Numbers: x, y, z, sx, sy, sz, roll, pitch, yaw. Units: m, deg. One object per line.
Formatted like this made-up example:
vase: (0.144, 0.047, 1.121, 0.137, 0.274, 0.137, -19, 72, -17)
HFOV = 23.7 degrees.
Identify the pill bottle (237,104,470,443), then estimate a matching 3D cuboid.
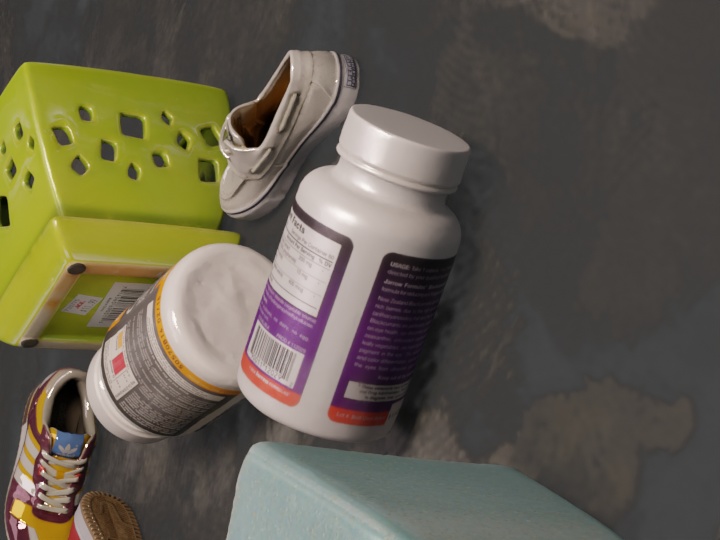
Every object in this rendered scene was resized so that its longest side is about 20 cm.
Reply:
pill bottle: (0.000, 0.000, 1.112, 0.111, 0.111, 0.201, 47, 122, 57)

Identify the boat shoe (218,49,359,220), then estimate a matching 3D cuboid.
boat shoe: (-0.076, -0.107, 1.341, 0.200, 0.070, 0.071, -42, 45, 49)

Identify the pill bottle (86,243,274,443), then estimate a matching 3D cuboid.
pill bottle: (-0.137, 0.064, 1.349, 0.200, 0.116, 0.117, -35, 50, 53)

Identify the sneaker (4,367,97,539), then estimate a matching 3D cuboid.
sneaker: (-0.296, 0.192, 1.653, 0.090, 0.075, 0.201, 146, 128, -61)

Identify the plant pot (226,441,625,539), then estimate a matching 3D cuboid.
plant pot: (0.053, 0.212, 0.863, 0.200, 0.196, 0.197, 16, 95, 53)

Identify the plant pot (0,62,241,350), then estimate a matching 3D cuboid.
plant pot: (-0.221, -0.041, 1.471, 0.200, 0.198, 0.182, -48, 47, 44)

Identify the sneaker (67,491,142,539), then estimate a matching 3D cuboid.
sneaker: (-0.229, 0.293, 1.490, 0.113, 0.071, 0.200, -64, 23, 20)
